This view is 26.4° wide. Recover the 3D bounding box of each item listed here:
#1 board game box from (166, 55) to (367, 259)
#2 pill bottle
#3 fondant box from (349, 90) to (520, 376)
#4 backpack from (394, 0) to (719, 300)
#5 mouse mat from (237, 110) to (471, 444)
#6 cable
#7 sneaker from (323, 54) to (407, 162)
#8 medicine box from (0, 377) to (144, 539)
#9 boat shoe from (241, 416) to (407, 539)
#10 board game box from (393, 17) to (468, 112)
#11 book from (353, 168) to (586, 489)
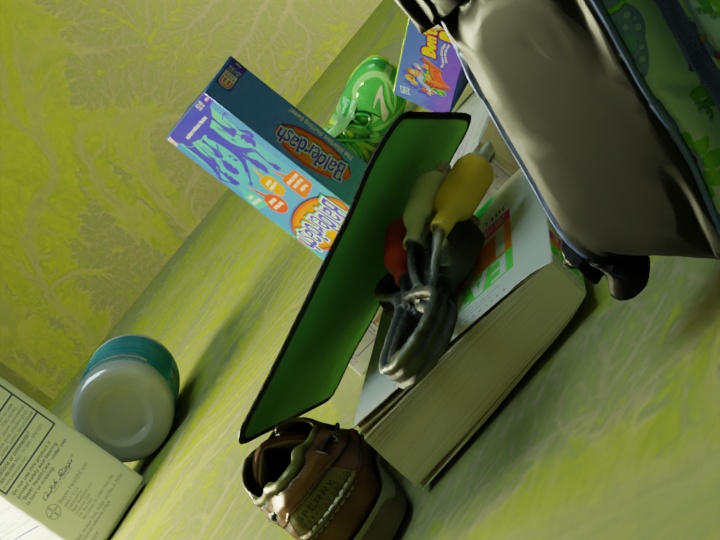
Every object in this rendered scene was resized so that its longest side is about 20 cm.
[{"bbox_3d":[-0.065,-0.089,1.342,0.045,0.200,0.152,-56,10,-20],"label":"board game box"},{"bbox_3d":[-0.260,0.136,1.726,0.111,0.111,0.200,-51,10,7],"label":"pill bottle"},{"bbox_3d":[0.053,-0.040,1.037,0.200,0.058,0.145,-47,11,35],"label":"fondant box"},{"bbox_3d":[0.140,-0.121,0.577,0.146,0.183,0.200,-2,44,48],"label":"backpack"},{"bbox_3d":[0.000,0.000,0.863,0.201,0.007,0.161,-64,-14,12],"label":"mouse mat"},{"bbox_3d":[0.023,0.004,0.778,0.097,0.050,0.200,-44,7,29],"label":"cable"},{"bbox_3d":[-0.011,-0.141,1.672,0.201,0.074,0.084,-58,4,26],"label":"sneaker"},{"bbox_3d":[-0.354,0.216,1.610,0.103,0.200,0.182,-57,11,-26],"label":"medicine box"},{"bbox_3d":[-0.027,0.109,0.843,0.072,0.068,0.200,-55,9,-8],"label":"boat shoe"},{"bbox_3d":[0.092,-0.223,1.063,0.201,0.045,0.135,-60,-9,-30],"label":"board game box"},{"bbox_3d":[0.064,0.018,0.835,0.134,0.048,0.200,-46,9,16],"label":"book"}]
